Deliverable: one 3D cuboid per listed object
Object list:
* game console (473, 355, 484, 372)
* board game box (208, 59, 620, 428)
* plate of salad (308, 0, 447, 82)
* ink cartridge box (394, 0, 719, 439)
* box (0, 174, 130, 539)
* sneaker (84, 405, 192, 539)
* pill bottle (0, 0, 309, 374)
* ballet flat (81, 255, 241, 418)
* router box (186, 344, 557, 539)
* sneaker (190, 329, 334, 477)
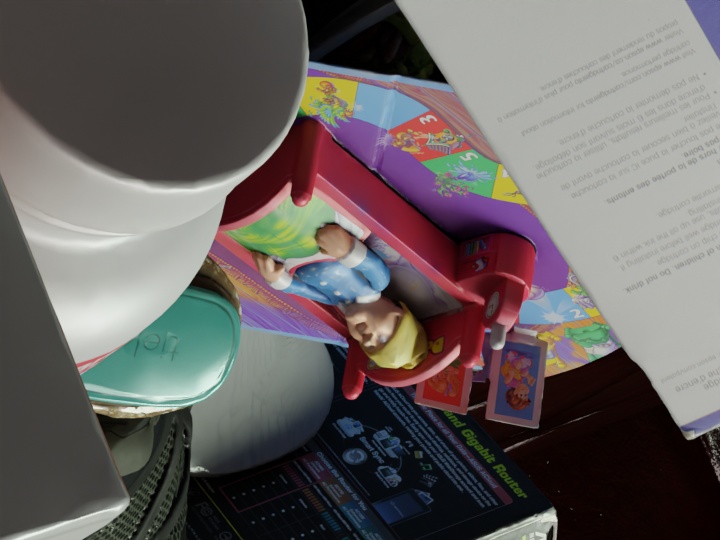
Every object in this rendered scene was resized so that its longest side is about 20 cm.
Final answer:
[{"bbox_3d":[0.028,-0.003,1.049,0.199,0.171,0.119,-15,142,-46],"label":"game console"},{"bbox_3d":[0.000,0.000,0.843,0.199,0.039,0.158,10,149,-2],"label":"board game box"},{"bbox_3d":[0.052,-0.072,0.892,0.199,0.048,0.200,-23,172,-3],"label":"plate of salad"},{"bbox_3d":[0.069,-0.058,0.605,0.099,0.200,0.039,-25,-148,15],"label":"ink cartridge box"},{"bbox_3d":[-0.162,0.020,0.528,0.106,0.153,0.200,-13,168,-45],"label":"box"},{"bbox_3d":[-0.097,0.080,0.887,0.076,0.115,0.199,5,-166,8],"label":"sneaker"},{"bbox_3d":[-0.098,-0.017,0.613,0.108,0.109,0.200,-16,169,-40],"label":"pill bottle"},{"bbox_3d":[-0.126,0.003,0.777,0.199,0.071,0.065,15,-169,-39],"label":"ballet flat"},{"bbox_3d":[-0.036,0.083,1.129,0.149,0.200,0.062,-19,134,-25],"label":"router box"},{"bbox_3d":[-0.110,0.039,1.071,0.199,0.076,0.088,0,-174,-27],"label":"sneaker"}]
